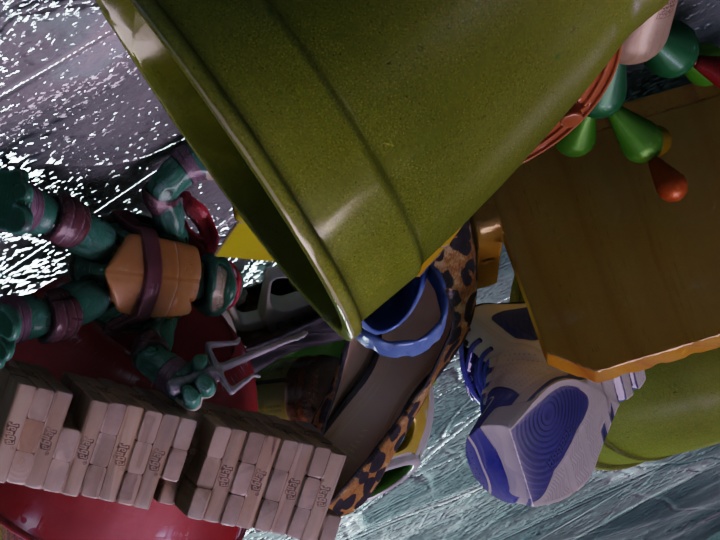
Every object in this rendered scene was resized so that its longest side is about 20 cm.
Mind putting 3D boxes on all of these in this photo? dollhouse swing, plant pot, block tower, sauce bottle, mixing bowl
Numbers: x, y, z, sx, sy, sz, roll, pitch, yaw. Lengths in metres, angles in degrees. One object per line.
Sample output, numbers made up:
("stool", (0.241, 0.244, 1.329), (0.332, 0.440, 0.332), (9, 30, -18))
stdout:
("dollhouse swing", (0.176, -0.008, 1.364), (0.199, 0.176, 0.182), (-17, 163, -4))
("plant pot", (0.240, 0.035, 1.478), (0.200, 0.201, 0.193), (-10, -179, -41))
("plant pot", (0.015, -0.109, 0.868), (0.193, 0.201, 0.200), (-35, 164, -5))
("block tower", (-0.103, 0.096, 1.132), (0.199, 0.058, 0.054), (16, -173, -28))
("sauce bottle", (-0.094, 0.096, 1.454), (0.199, 0.066, 0.066), (-8, 177, 39))
("mixing bowl", (-0.136, 0.068, 1.231), (0.200, 0.200, 0.109), (-5, 130, -48))

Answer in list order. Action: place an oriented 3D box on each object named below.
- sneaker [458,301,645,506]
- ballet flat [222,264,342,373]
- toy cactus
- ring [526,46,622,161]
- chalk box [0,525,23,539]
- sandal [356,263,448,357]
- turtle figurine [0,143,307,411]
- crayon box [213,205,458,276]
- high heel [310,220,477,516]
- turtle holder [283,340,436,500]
("sneaker", (0.102, 0.076, 1.362), (0.115, 0.081, 0.199), (1, -152, 32))
("ballet flat", (-0.065, 0.027, 1.381), (0.199, 0.073, 0.073), (-18, 163, -2))
("toy cactus", (0.143, -0.110, 1.227), (0.199, 0.103, 0.165), (-8, 148, -21))
("ring", (0.041, -0.097, 1.109), (0.200, 0.019, 0.201), (-9, 147, -6))
("chalk box", (-0.245, 0.133, 1.315), (0.124, 0.125, 0.200), (-31, 162, 36))
("sandal", (0.000, 0.000, 1.254), (0.079, 0.087, 0.200), (-24, -167, -7))
("turtle figurine", (-0.112, 0.003, 1.137), (0.200, 0.150, 0.101), (3, 166, -42))
("crayon box", (0.014, -0.077, 1.068), (0.127, 0.051, 0.200), (7, 141, -26))
("high heel", (0.017, 0.054, 1.297), (0.143, 0.071, 0.201), (-56, 168, -63))
("turtle holder", (-0.002, 0.086, 1.511), (0.185, 0.132, 0.141), (-33, 161, 27))
